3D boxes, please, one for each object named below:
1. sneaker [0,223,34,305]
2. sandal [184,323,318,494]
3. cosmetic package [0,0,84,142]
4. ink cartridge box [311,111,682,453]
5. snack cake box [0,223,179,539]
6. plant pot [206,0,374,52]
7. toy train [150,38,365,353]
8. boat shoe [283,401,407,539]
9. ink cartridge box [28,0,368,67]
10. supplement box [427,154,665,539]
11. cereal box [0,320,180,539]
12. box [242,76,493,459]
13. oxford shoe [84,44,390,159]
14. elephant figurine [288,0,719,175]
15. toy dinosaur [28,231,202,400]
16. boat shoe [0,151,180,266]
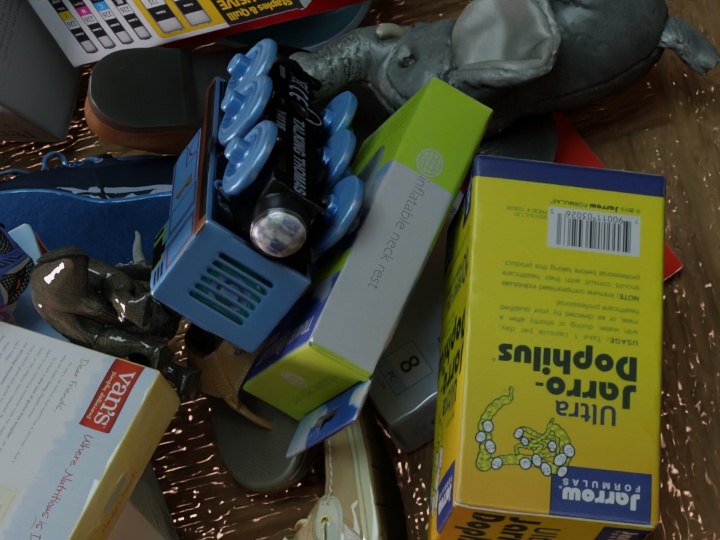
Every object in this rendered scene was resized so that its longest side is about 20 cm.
[{"bbox_3d":[-0.251,-0.016,1.257,0.200,0.078,0.075,34,101,58],"label":"sneaker"},{"bbox_3d":[-0.074,0.036,1.283,0.080,0.054,0.200,-20,70,38],"label":"sandal"},{"bbox_3d":[-0.292,-0.194,1.407,0.165,0.200,0.165,4,75,31],"label":"cosmetic package"},{"bbox_3d":[0.066,-0.009,1.291,0.200,0.047,0.160,-34,56,0],"label":"ink cartridge box"},{"bbox_3d":[-0.178,0.087,1.278,0.067,0.115,0.200,-26,55,3],"label":"snack cake box"},{"bbox_3d":[-0.041,-0.275,1.407,0.200,0.200,0.188,11,46,25],"label":"plant pot"},{"bbox_3d":[-0.060,-0.048,1.201,0.114,0.087,0.200,-49,21,22],"label":"toy train"},{"bbox_3d":[-0.009,0.163,1.196,0.066,0.074,0.200,-13,61,11],"label":"boat shoe"},{"bbox_3d":[-0.112,-0.198,1.319,0.200,0.176,0.084,-9,36,39],"label":"ink cartridge box"},{"bbox_3d":[0.101,0.053,1.172,0.109,0.109,0.200,6,67,-4],"label":"supplement box"},{"bbox_3d":[-0.217,0.098,1.192,0.200,0.040,0.144,16,65,26],"label":"cereal box"},{"bbox_3d":[0.000,0.000,1.211,0.048,0.122,0.200,30,67,-10],"label":"box"},{"bbox_3d":[-0.077,-0.101,1.363,0.200,0.071,0.071,6,71,-14],"label":"oxford shoe"},{"bbox_3d":[0.078,-0.120,1.294,0.200,0.142,0.155,-44,23,-20],"label":"elephant figurine"},{"bbox_3d":[-0.142,0.022,1.211,0.102,0.200,0.077,17,95,28],"label":"toy dinosaur"},{"bbox_3d":[-0.163,-0.035,1.378,0.200,0.084,0.069,0,31,-2],"label":"boat shoe"}]
